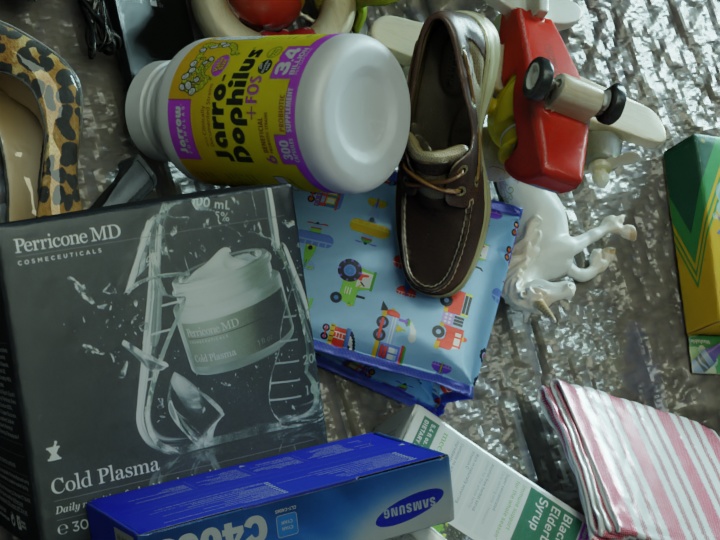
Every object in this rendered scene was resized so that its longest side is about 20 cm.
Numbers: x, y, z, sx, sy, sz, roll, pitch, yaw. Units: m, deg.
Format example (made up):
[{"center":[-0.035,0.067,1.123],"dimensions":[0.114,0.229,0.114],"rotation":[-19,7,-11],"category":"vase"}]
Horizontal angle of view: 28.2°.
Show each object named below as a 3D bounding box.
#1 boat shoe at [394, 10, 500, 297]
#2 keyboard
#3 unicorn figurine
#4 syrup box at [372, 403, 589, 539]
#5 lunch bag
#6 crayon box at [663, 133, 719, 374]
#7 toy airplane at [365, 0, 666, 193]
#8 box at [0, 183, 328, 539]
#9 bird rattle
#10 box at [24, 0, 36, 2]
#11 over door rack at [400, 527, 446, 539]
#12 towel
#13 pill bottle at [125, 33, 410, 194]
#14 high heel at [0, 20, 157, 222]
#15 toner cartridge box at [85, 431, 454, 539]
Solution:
[{"center":[0.052,-0.079,0.985],"dimensions":[0.072,0.072,0.202],"rotation":[-14,114,-65],"category":"boat shoe"},{"center":[-0.180,-0.210,1.082],"dimensions":[0.104,0.039,0.201],"rotation":[1,70,-49],"category":"keyboard"},{"center":[0.156,-0.036,1.160],"dimensions":[0.136,0.074,0.201],"rotation":[-10,62,-27],"category":"unicorn figurine"},{"center":[0.089,0.189,1.041],"dimensions":[0.199,0.081,0.079],"rotation":[34,62,-10],"category":"syrup box"},{"center":[0.000,0.000,1.064],"dimensions":[0.199,0.094,0.152],"rotation":[20,71,-8],"category":"lunch bag"},{"center":[0.338,-0.012,1.241],"dimensions":[0.125,0.052,0.202],"rotation":[4,72,-24],"category":"crayon box"},{"center":[0.120,-0.136,1.098],"dimensions":[0.200,0.142,0.199],"rotation":[40,35,17],"category":"toy airplane"},{"center":[-0.140,0.055,0.925],"dimensions":[0.199,0.124,0.198],"rotation":[-11,94,-27],"category":"box"},{"center":[-0.056,-0.196,1.113],"dimensions":[0.162,0.113,0.201],"rotation":[29,76,-1],"category":"bird rattle"},{"center":[-0.301,-0.295,1.017],"dimensions":[0.199,0.051,0.159],"rotation":[17,66,-7],"category":"box"},{"center":[0.020,0.274,0.918],"dimensions":[0.066,0.201,0.148],"rotation":[26,58,22],"category":"over door rack"},{"center":[0.230,0.164,1.098],"dimensions":[0.199,0.030,0.147],"rotation":[19,37,-32],"category":"towel"},{"center":[-0.070,-0.108,0.985],"dimensions":[0.104,0.199,0.105],"rotation":[-8,100,-49],"category":"pill bottle"},{"center":[-0.244,-0.080,0.975],"dimensions":[0.200,0.071,0.143],"rotation":[45,54,-16],"category":"high heel"},{"center":[-0.052,0.143,0.852],"dimensions":[0.199,0.095,0.044],"rotation":[-10,99,-27],"category":"toner cartridge box"}]
